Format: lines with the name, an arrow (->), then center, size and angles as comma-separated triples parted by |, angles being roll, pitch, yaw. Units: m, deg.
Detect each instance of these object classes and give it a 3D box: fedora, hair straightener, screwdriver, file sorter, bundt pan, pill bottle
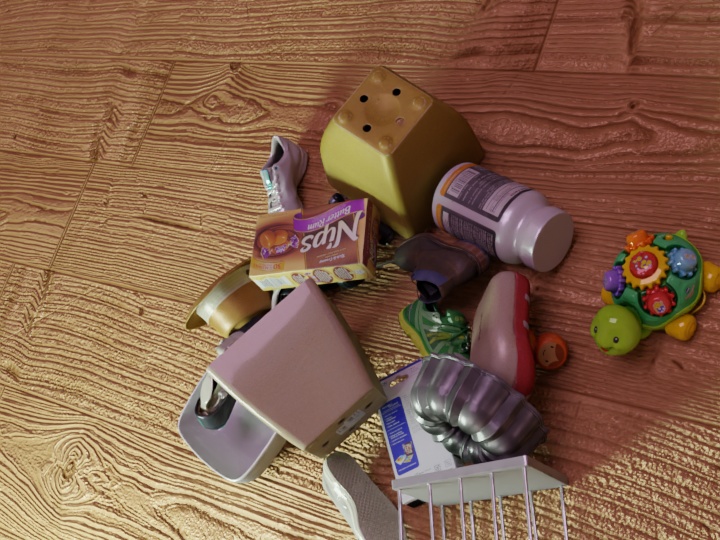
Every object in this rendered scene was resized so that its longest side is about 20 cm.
fedora -> -0.200, 0.057, 1.808 | 0.201, 0.201, 0.082 | -43, 79, 10
hair straightener -> -0.003, -0.121, 1.813 | 0.200, 0.077, 0.041 | 54, 126, 25
screwdriver -> 0.000, 0.000, 1.785 | 0.199, 0.028, 0.029 | -21, 28, 18
file sorter -> 0.164, 0.335, 1.431 | 0.199, 0.139, 0.125 | -17, 62, 28
bundt pan -> 0.149, 0.202, 1.456 | 0.201, 0.202, 0.076 | 18, 61, 39
pill bottle -> 0.212, -0.078, 1.611 | 0.200, 0.116, 0.117 | 31, 87, 39

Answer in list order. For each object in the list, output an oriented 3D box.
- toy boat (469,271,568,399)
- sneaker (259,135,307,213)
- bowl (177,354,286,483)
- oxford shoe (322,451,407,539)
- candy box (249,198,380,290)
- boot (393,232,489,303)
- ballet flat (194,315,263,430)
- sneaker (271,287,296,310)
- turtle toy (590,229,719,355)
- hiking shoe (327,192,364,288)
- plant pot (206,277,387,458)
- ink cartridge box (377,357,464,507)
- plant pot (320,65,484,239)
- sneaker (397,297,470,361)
toy boat -> 0.229, 0.104, 1.516 | 0.130, 0.131, 0.201 | 16, 44, -4
sneaker -> -0.147, -0.144, 1.910 | 0.075, 0.088, 0.201 | -12, 62, 29
bowl -> -0.184, 0.235, 1.762 | 0.199, 0.075, 0.200 | 33, 88, 40
oxford shoe -> 0.006, 0.357, 1.587 | 0.200, 0.075, 0.058 | 52, 142, 31
candy box -> -0.072, -0.039, 1.704 | 0.199, 0.056, 0.117 | -7, 61, 24
boot -> 0.095, -0.003, 1.646 | 0.097, 0.075, 0.200 | -38, 23, -30
ballet flat -> -0.210, 0.158, 1.725 | 0.073, 0.073, 0.201 | 18, 79, 39
sneaker -> -0.109, 0.015, 1.770 | 0.073, 0.071, 0.201 | -1, 84, -2
turtle toy -> 0.383, 0.029, 1.448 | 0.145, 0.101, 0.201 | 28, 86, 40
hiking shoe -> -0.034, -0.034, 1.790 | 0.087, 0.074, 0.201 | -44, 33, 31
plant pot -> -0.074, 0.163, 1.584 | 0.200, 0.200, 0.177 | -41, 71, -2
ink cartridge box -> 0.085, 0.239, 1.596 | 0.099, 0.039, 0.201 | -29, 56, 21
plant pot -> 0.054, -0.204, 1.680 | 0.194, 0.200, 0.196 | 36, 80, 23
sneaker -> 0.130, 0.102, 1.608 | 0.084, 0.074, 0.200 | -49, 50, 10
